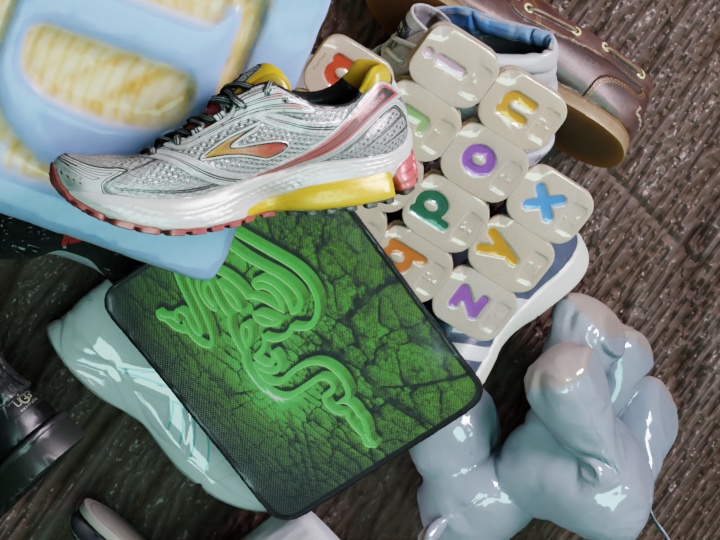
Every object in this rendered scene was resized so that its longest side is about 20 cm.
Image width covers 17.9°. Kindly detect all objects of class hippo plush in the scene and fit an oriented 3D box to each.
[{"bbox_3d":[0.118,0.123,1.530,0.161,0.159,0.200,-15,99,27],"label":"hippo plush"}]

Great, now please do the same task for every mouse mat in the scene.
[{"bbox_3d":[-0.039,0.047,1.403,0.161,0.008,0.200,-33,110,10],"label":"mouse mat"}]

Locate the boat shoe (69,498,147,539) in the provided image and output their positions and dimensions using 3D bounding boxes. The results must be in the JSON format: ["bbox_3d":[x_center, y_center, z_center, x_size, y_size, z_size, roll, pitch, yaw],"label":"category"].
[{"bbox_3d":[-0.139,0.236,1.534,0.063,0.073,0.200,-38,117,1],"label":"boat shoe"}]

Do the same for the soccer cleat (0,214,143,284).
[{"bbox_3d":[-0.168,-0.034,1.429,0.200,0.073,0.068,12,127,-17],"label":"soccer cleat"}]

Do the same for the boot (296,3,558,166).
[{"bbox_3d":[0.024,-0.126,1.402,0.200,0.074,0.096,8,132,5],"label":"boot"}]

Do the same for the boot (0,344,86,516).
[{"bbox_3d":[-0.276,0.094,1.444,0.158,0.079,0.211,47,127,0],"label":"boot"}]

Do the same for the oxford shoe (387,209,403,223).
[{"bbox_3d":[0.000,0.000,1.474,0.071,0.073,0.200,1,110,-13],"label":"oxford shoe"}]

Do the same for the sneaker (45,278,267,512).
[{"bbox_3d":[-0.108,0.081,1.485,0.080,0.070,0.200,-44,111,3],"label":"sneaker"}]

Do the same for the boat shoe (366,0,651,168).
[{"bbox_3d":[0.096,-0.145,1.449,0.200,0.070,0.070,34,63,-15],"label":"boat shoe"}]

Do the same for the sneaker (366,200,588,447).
[{"bbox_3d":[0.057,0.023,1.471,0.200,0.075,0.085,-47,123,-19],"label":"sneaker"}]

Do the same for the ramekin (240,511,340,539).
[{"bbox_3d":[-0.018,0.247,1.499,0.098,0.200,0.201,-42,112,-2],"label":"ramekin"}]

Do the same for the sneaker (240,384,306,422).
[{"bbox_3d":[-0.043,0.053,1.448,0.083,0.071,0.200,-29,125,-46],"label":"sneaker"}]

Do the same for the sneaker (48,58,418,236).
[{"bbox_3d":[-0.070,-0.070,1.225,0.200,0.078,0.082,-11,108,-18],"label":"sneaker"}]

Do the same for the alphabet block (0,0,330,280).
[{"bbox_3d":[-0.148,-0.138,1.326,0.195,0.200,0.197,21,104,-17],"label":"alphabet block"}]

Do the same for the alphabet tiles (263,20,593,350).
[{"bbox_3d":[0.032,-0.048,1.376,0.195,0.015,0.200,30,112,-15],"label":"alphabet tiles"}]
